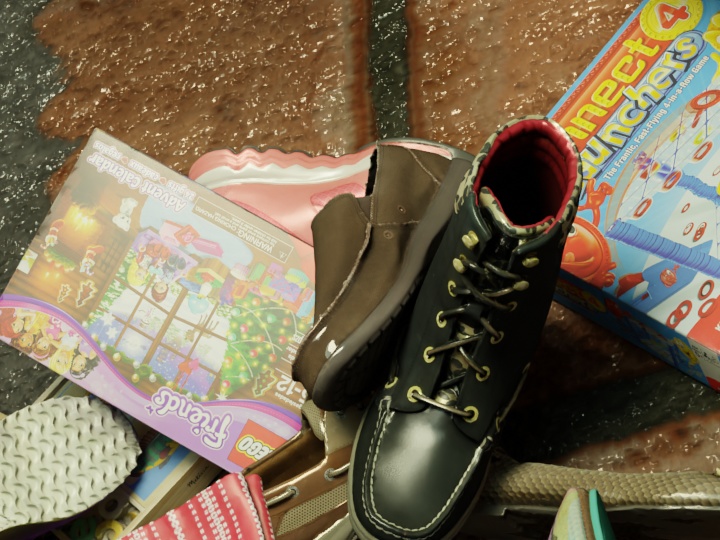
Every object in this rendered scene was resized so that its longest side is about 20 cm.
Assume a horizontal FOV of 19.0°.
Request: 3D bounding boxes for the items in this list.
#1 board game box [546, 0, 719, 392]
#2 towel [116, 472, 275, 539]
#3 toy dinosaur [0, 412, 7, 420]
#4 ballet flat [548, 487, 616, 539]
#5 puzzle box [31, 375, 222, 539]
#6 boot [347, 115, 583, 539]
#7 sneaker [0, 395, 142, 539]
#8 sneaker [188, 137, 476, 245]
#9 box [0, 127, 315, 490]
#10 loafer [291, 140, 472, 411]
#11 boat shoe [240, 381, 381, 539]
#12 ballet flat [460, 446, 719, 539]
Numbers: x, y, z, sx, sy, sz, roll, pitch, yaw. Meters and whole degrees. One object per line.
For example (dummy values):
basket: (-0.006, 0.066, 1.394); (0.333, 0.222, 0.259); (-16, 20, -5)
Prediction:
board game box: (0.195, -0.052, 1.209); (0.196, 0.056, 0.200); (30, 74, 39)
towel: (-0.125, 0.195, 1.053); (0.200, 0.022, 0.145); (-28, 49, 15)
toy dinosaur: (-0.273, 0.088, 1.372); (0.200, 0.058, 0.101); (-10, 68, 31)
ballet flat: (0.117, 0.205, 1.035); (0.071, 0.069, 0.200); (-25, 69, 12)
puzzle box: (-0.125, 0.080, 1.305); (0.200, 0.025, 0.133); (-48, 48, -10)
boot: (0.052, 0.032, 1.090); (0.073, 0.154, 0.204); (21, 57, 7)
sneaker: (-0.225, 0.139, 1.253); (0.200, 0.100, 0.070); (-30, 88, -21)
sneaker: (-0.008, -0.026, 1.292); (0.200, 0.074, 0.087); (-2, 71, 16)
box: (-0.100, 0.024, 1.247); (0.200, 0.039, 0.137); (28, 88, 12)
loafer: (0.000, 0.000, 1.176); (0.071, 0.073, 0.200); (25, 41, 5)
boat shoe: (-0.001, 0.095, 1.180); (0.200, 0.072, 0.076); (-41, 19, -9)
ballet flat: (0.133, 0.115, 1.118); (0.200, 0.067, 0.046); (-4, 62, 34)
